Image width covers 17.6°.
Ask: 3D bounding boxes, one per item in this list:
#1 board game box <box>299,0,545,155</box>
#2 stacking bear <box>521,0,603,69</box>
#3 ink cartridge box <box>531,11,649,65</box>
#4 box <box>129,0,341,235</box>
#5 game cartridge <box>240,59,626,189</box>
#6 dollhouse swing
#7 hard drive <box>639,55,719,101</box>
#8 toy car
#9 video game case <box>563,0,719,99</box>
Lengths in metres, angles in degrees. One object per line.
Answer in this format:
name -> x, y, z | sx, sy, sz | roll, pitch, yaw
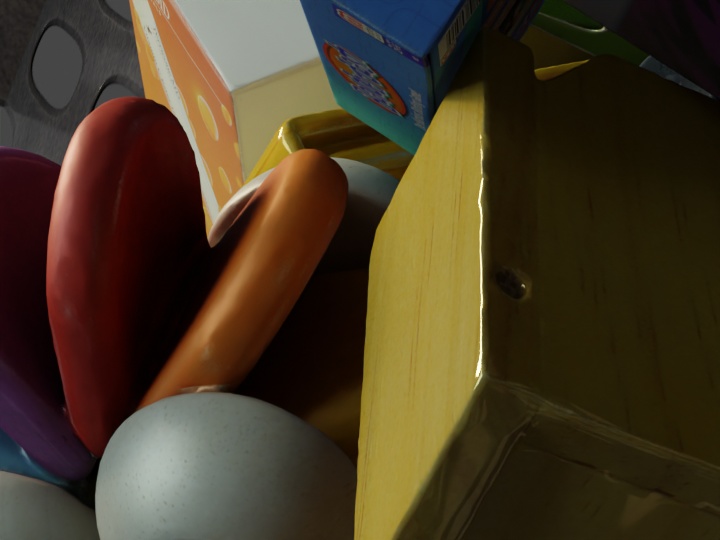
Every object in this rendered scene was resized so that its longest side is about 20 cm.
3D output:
board game box -> 0.044, -0.116, 0.674 | 0.152, 0.045, 0.200 | -58, -6, -4
stacking bear -> 0.065, -0.121, 1.069 | 0.121, 0.113, 0.201 | 39, 119, 57
ink cartridge box -> 0.109, -0.155, 0.906 | 0.200, 0.147, 0.076 | -23, 46, 66
box -> -0.027, -0.061, 0.990 | 0.125, 0.097, 0.200 | 57, 162, 37
game cartridge -> 0.000, 0.000, 0.902 | 0.033, 0.176, 0.200 | 59, 138, 20
dollhouse swing -> 0.079, 0.079, 0.649 | 0.176, 0.199, 0.182 | -54, 23, 40
hard drive -> 0.100, 0.000, 0.933 | 0.200, 0.042, 0.135 | -51, 25, 46
toy car -> -0.075, 0.024, 0.711 | 0.199, 0.150, 0.175 | -19, 30, 27
video game case -> 0.172, -0.103, 0.609 | 0.182, 0.200, 0.036 | -61, -14, 23
